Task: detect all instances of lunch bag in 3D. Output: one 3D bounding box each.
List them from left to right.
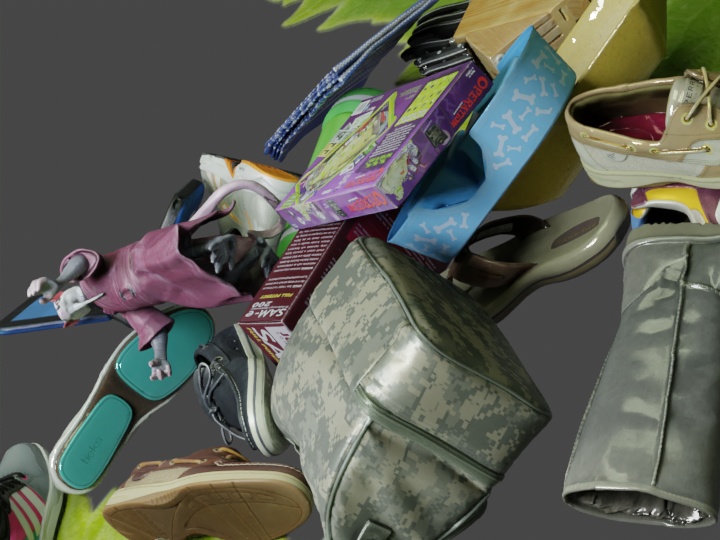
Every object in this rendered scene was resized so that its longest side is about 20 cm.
[{"bbox_3d":[0.018,0.095,1.162,0.168,0.139,0.200,-52,27,11],"label":"lunch bag"}]

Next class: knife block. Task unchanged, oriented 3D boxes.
[{"bbox_3d":[0.137,-0.224,1.510,0.199,0.064,0.176,-38,32,2],"label":"knife block"}]

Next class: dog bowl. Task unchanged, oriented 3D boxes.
[{"bbox_3d":[0.091,-0.087,1.239,0.201,0.049,0.112,-55,5,34],"label":"dog bowl"}]

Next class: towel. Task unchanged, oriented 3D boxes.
[{"bbox_3d":[-0.008,-0.176,1.549,0.145,0.024,0.200,-42,2,-28],"label":"towel"}]

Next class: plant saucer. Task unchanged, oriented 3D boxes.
[{"bbox_3d":[0.178,-0.146,1.299,0.201,0.048,0.200,-55,6,26],"label":"plant saucer"}]

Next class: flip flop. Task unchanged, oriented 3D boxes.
[{"bbox_3d":[0.112,-0.011,1.265,0.199,0.058,0.082,-27,32,35],"label":"flip flop"}]

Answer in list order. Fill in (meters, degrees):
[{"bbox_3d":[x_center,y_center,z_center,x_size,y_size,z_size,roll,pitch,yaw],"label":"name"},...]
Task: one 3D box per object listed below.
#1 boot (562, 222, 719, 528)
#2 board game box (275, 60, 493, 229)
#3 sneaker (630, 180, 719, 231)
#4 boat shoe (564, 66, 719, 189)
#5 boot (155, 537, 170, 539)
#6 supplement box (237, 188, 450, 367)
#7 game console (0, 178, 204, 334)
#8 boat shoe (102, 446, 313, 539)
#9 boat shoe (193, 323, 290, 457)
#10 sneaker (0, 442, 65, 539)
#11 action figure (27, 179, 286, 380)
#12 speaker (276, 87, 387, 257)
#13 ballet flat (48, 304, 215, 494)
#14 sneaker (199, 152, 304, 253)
[{"bbox_3d":[0.225,0.062,1.048,0.180,0.073,0.201,-6,46,29],"label":"boot"},{"bbox_3d":[0.013,-0.089,1.245,0.120,0.032,0.200,-48,15,-17],"label":"board game box"},{"bbox_3d":[0.219,-0.065,1.212,0.090,0.075,0.200,-36,30,-5],"label":"sneaker"},{"bbox_3d":[0.226,-0.100,1.134,0.199,0.066,0.075,-8,49,38],"label":"boat shoe"},{"bbox_3d":[-0.168,0.284,1.194,0.090,0.073,0.201,-36,23,19],"label":"boot"},{"bbox_3d":[0.000,0.000,1.327,0.061,0.109,0.201,-5,45,48],"label":"supplement box"},{"bbox_3d":[-0.228,-0.014,1.501,0.200,0.117,0.172,-100,33,-82],"label":"game console"},{"bbox_3d":[-0.111,0.162,1.280,0.199,0.072,0.072,-15,36,40],"label":"boat shoe"},{"bbox_3d":[-0.096,0.098,1.321,0.062,0.075,0.200,-20,20,-5],"label":"boat shoe"},{"bbox_3d":[-0.318,0.192,1.406,0.083,0.121,0.201,-29,32,15],"label":"sneaker"},{"bbox_3d":[-0.175,-0.004,1.351,0.198,0.134,0.150,-14,43,30],"label":"action figure"},{"bbox_3d":[-0.012,-0.065,1.447,0.088,0.089,0.201,-16,39,33],"label":"speaker"},{"bbox_3d":[-0.205,0.108,1.459,0.069,0.070,0.201,12,58,52],"label":"ballet flat"},{"bbox_3d":[-0.112,-0.055,1.555,0.200,0.075,0.093,-160,84,-71],"label":"sneaker"}]
